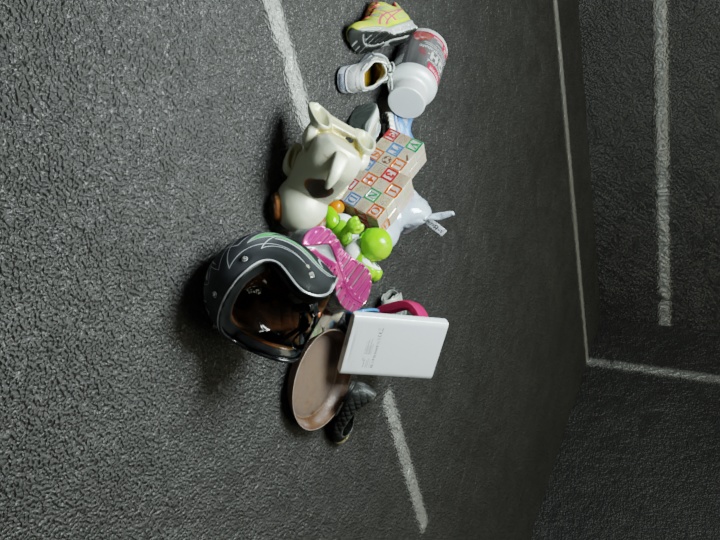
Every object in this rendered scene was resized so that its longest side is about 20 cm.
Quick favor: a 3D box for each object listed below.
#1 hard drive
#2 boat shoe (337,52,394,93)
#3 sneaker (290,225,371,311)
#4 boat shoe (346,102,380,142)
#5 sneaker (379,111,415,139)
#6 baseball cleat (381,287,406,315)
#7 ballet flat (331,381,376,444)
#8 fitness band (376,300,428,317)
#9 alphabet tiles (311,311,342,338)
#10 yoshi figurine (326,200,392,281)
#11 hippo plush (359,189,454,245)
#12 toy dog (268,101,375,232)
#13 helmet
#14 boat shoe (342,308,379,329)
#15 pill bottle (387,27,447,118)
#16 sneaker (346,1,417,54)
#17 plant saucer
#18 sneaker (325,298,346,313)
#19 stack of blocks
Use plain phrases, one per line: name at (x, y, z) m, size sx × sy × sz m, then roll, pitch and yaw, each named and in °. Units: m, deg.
hard drive at (0.064, 0.148, 1.630) m, size 0.027 × 0.198 × 0.133 m, roll -119°, pitch -140°, yaw -58°
boat shoe at (0.033, -0.402, 1.678) m, size 0.202 × 0.085 × 0.075 m, roll -36°, pitch 127°, yaw -58°
sneaker at (-0.054, -0.010, 1.451) m, size 0.081 × 0.088 × 0.200 m, roll -46°, pitch 125°, yaw -15°
boat shoe at (-0.004, -0.253, 1.654) m, size 0.065 × 0.074 × 0.203 m, roll 62°, pitch 35°, yaw -40°
sneaker at (0.097, -0.249, 1.808) m, size 0.088 × 0.079 × 0.202 m, roll -11°, pitch 111°, yaw -19°
baseball cleat at (0.067, 0.124, 1.834) m, size 0.201 × 0.069 × 0.107 m, roll -92°, pitch 168°, yaw -47°
ballet flat at (-0.019, 0.299, 1.683) m, size 0.067 × 0.056 × 0.201 m, roll -56°, pitch 169°, yaw -43°
fitness band at (0.074, 0.139, 1.749) m, size 0.037 × 0.199 × 0.145 m, roll 11°, pitch 72°, yaw -36°
alphabet tiles at (-0.083, 0.104, 1.628) m, size 0.196 × 0.014 × 0.201 m, roll -61°, pitch 144°, yaw -38°
yoshi figurine at (-0.007, -0.072, 1.536) m, size 0.112 × 0.200 × 0.112 m, roll -20°, pitch 146°, yaw -29°
hippo plush at (0.057, -0.096, 1.729) m, size 0.161 × 0.200 × 0.160 m, roll -42°, pitch 166°, yaw -27°
toy dog at (-0.071, -0.152, 1.440) m, size 0.139 × 0.200 × 0.195 m, roll 20°, pitch 32°, yaw -28°
helmet at (-0.148, 0.033, 1.304) m, size 0.201 × 0.189 × 0.200 m, roll -63°, pitch 180°, yaw 0°
boat shoe at (0.014, 0.120, 1.694) m, size 0.200 × 0.083 × 0.069 m, roll 45°, pitch 40°, yaw -74°
pill bottle at (0.119, -0.424, 1.791) m, size 0.111 × 0.110 × 0.201 m, roll 66°, pitch 32°, yaw -44°
sneaker at (0.029, -0.504, 1.686) m, size 0.199 × 0.078 × 0.091 m, roll -27°, pitch 88°, yaw -49°
plant saucer at (-0.083, 0.209, 1.608) m, size 0.200 × 0.034 × 0.202 m, roll -28°, pitch 123°, yaw -52°
sneaker at (-0.026, 0.051, 1.596) m, size 0.201 × 0.107 × 0.068 m, roll 17°, pitch 81°, yaw -62°
stack of blocks at (0.051, -0.179, 1.650) m, size 0.200 × 0.115 × 0.059 m, roll -51°, pitch 153°, yaw -20°
